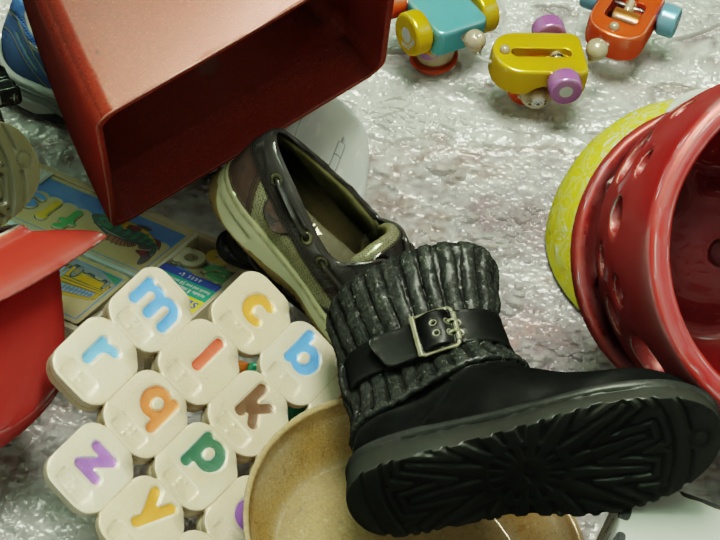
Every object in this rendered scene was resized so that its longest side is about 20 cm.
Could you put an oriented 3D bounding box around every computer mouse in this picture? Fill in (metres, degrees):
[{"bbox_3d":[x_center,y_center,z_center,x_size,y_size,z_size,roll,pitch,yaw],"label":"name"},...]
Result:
[{"bbox_3d":[-0.029,-0.055,1.611,0.110,0.044,0.200,35,37,-23],"label":"computer mouse"}]

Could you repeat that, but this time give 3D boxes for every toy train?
[{"bbox_3d":[0.110,-0.165,1.761,0.199,0.056,0.150,18,44,8],"label":"toy train"}]

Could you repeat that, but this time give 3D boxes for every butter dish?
[{"bbox_3d":[-0.248,0.068,1.426,0.199,0.148,0.199,-9,11,25],"label":"butter dish"}]

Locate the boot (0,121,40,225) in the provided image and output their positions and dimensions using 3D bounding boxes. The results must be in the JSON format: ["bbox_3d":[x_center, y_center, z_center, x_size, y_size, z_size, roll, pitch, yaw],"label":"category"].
[{"bbox_3d":[-0.297,-0.039,1.469,0.175,0.066,0.200,-20,10,-29],"label":"boot"}]

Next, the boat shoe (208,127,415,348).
[{"bbox_3d":[0.000,0.000,1.501,0.200,0.065,0.073,40,41,-5],"label":"boat shoe"}]

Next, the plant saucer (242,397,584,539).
[{"bbox_3d":[0.027,0.157,1.409,0.199,0.035,0.201,12,48,-13],"label":"plant saucer"}]

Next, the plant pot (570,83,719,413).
[{"bbox_3d":[0.221,-0.012,1.450,0.200,0.201,0.182,-10,5,-15],"label":"plant pot"}]

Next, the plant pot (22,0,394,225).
[{"bbox_3d":[-0.110,-0.174,1.521,0.199,0.200,0.177,-32,78,-11],"label":"plant pot"}]

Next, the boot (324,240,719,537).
[{"bbox_3d":[0.084,0.053,1.399,0.210,0.080,0.158,-8,42,6],"label":"boot"}]

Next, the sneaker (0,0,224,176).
[{"bbox_3d":[-0.148,-0.122,1.669,0.199,0.077,0.076,20,44,11],"label":"sneaker"}]

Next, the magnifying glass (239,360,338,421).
[{"bbox_3d":[-0.048,0.070,1.525,0.199,0.022,0.080,12,45,8],"label":"magnifying glass"}]

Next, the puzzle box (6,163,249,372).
[{"bbox_3d":[-0.178,-0.004,1.563,0.199,0.026,0.133,22,38,20],"label":"puzzle box"}]

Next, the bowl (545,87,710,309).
[{"bbox_3d":[0.220,-0.049,1.611,0.199,0.108,0.201,3,44,-3],"label":"bowl"}]

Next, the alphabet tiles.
[{"bbox_3d":[-0.078,0.096,1.432,0.200,0.015,0.196,46,53,-3],"label":"alphabet tiles"}]

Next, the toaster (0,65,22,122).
[{"bbox_3d":[-0.296,-0.114,1.604,0.129,0.114,0.200,-19,32,-18],"label":"toaster"}]

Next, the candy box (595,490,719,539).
[{"bbox_3d":[0.190,0.222,1.341,0.167,0.072,0.200,20,45,0],"label":"candy box"}]
